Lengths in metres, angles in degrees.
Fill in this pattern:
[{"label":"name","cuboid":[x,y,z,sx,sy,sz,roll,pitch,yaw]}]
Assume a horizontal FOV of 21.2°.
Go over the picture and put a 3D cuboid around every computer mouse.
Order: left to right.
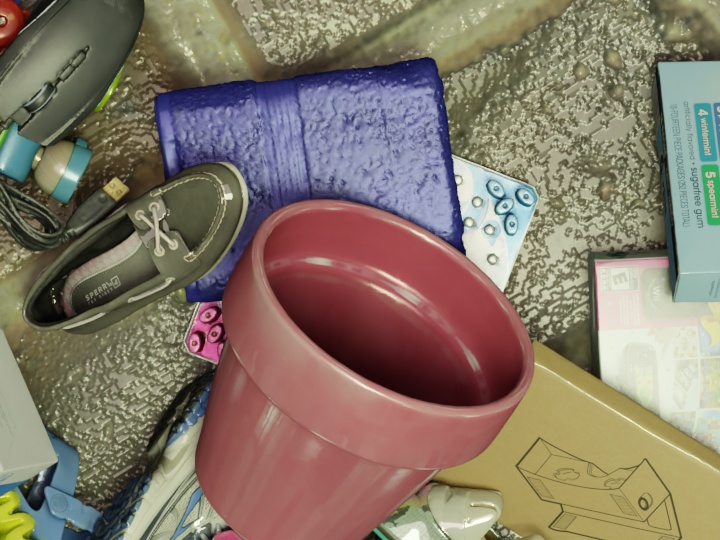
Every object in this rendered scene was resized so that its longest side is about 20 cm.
[{"label":"computer mouse","cuboid":[-0.189,-0.109,1.294,0.200,0.046,0.140,-51,117,-21]}]

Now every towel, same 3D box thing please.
[{"label":"towel","cuboid":[-0.034,-0.063,1.324,0.200,0.050,0.148,-8,98,2]}]

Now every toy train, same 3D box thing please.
[{"label":"toy train","cuboid":[-0.215,-0.154,1.339,0.116,0.085,0.200,26,85,-16]}]

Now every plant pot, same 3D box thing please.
[{"label":"plant pot","cuboid":[-0.015,0.082,1.249,0.200,0.200,0.179,31,122,0]}]

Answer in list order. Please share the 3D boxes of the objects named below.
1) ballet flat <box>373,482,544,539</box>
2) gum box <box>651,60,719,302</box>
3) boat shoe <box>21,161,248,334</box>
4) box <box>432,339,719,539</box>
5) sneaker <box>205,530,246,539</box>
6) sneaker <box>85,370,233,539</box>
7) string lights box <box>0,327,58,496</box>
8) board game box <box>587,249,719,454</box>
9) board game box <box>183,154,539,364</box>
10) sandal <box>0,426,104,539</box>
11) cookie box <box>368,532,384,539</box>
[{"label":"ballet flat","cuboid":[0.093,0.198,1.336,0.200,0.069,0.071,41,120,-3]},{"label":"gum box","cuboid":[0.305,-0.063,1.303,0.200,0.045,0.170,-2,60,1]},{"label":"boat shoe","cuboid":[-0.153,-0.008,1.295,0.200,0.057,0.067,-34,80,37]},{"label":"box","cuboid":[0.164,0.148,1.309,0.200,0.021,0.164,32,137,0]},{"label":"sneaker","cuboid":[-0.098,0.251,1.298,0.200,0.088,0.081,-42,51,3]},{"label":"sneaker","cuboid":[-0.121,0.168,1.319,0.085,0.077,0.200,38,66,-13]},{"label":"string lights box","cuboid":[-0.308,0.129,1.303,0.200,0.059,0.103,-32,76,28]},{"label":"board game box","cuboid":[0.262,0.057,1.337,0.200,0.064,0.148,-3,93,1]},{"label":"board game box","cuboid":[0.000,0.000,1.358,0.200,0.026,0.200,21,92,1]},{"label":"sandal","cuboid":[-0.236,0.139,1.353,0.087,0.079,0.200,-15,83,-35]},{"label":"cookie box","cuboid":[0.014,0.314,1.343,0.171,0.075,0.200,40,92,0]}]
